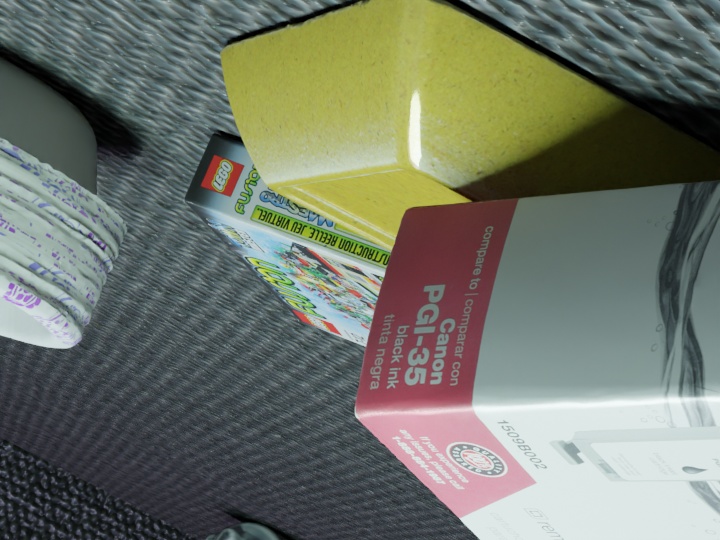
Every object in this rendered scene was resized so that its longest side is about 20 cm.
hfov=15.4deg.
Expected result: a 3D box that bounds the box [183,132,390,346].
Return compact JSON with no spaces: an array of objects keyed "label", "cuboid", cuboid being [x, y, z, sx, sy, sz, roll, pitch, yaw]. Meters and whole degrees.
[{"label":"box","cuboid":[0.000,0.000,1.233,0.110,0.035,0.200,20,169,19]}]

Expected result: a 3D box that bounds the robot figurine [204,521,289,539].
[{"label":"robot figurine","cuboid":[-0.113,0.363,3.110,0.170,0.113,0.200,41,-179,33]}]

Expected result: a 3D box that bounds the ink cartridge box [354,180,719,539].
[{"label":"ink cartridge box","cuboid":[0.122,0.042,0.852,0.199,0.083,0.147,-4,146,33]}]

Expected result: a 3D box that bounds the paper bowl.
[{"label":"paper bowl","cuboid":[-0.203,-0.048,1.236,0.200,0.105,0.201,23,170,4]}]

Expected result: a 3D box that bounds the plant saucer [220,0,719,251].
[{"label":"plant saucer","cuboid":[0.056,-0.025,0.952,0.199,0.049,0.200,27,169,-19]}]
